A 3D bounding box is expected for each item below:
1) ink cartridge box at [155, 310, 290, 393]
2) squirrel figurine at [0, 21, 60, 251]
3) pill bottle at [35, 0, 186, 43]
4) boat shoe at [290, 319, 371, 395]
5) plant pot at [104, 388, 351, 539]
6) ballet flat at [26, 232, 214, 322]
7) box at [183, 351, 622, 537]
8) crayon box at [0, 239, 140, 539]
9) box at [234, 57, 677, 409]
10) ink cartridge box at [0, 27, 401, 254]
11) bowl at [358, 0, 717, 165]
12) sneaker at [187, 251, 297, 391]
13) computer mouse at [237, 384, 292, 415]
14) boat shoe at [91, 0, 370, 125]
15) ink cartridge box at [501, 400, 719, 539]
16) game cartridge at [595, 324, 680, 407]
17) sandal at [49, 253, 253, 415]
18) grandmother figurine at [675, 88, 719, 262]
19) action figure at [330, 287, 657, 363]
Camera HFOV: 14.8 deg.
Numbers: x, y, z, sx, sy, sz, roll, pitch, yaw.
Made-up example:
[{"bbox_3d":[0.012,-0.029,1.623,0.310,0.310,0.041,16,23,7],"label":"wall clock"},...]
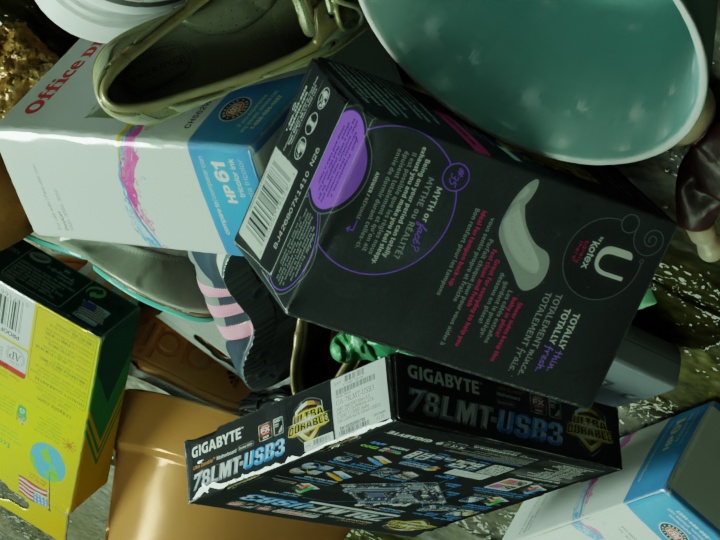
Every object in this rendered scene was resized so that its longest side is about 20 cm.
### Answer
[{"bbox_3d":[-0.052,0.014,1.874,0.109,0.050,0.200,37,150,-10],"label":"ink cartridge box"},{"bbox_3d":[-0.249,-0.110,1.791,0.199,0.142,0.187,-7,111,33],"label":"squirrel figurine"},{"bbox_3d":[-0.120,-0.214,1.545,0.116,0.116,0.200,33,149,-3],"label":"pill bottle"},{"bbox_3d":[0.000,0.000,1.715,0.074,0.066,0.201,26,119,37],"label":"boat shoe"},{"bbox_3d":[-0.100,0.182,2.000,0.199,0.141,0.200,18,170,3],"label":"plant pot"},{"bbox_3d":[-0.163,-0.026,1.866,0.200,0.064,0.067,25,-165,39],"label":"ballet flat"},{"bbox_3d":[0.027,0.115,1.742,0.200,0.050,0.198,14,155,-39],"label":"box"},{"bbox_3d":[-0.231,0.082,1.946,0.127,0.051,0.200,29,130,18],"label":"crayon box"},{"bbox_3d":[0.051,-0.020,1.528,0.199,0.123,0.106,19,-165,-26],"label":"box"},{"bbox_3d":[-0.095,-0.087,1.652,0.199,0.145,0.085,5,131,36],"label":"ink cartridge box"},{"bbox_3d":[0.105,-0.161,1.435,0.200,0.105,0.201,22,147,15],"label":"bowl"},{"bbox_3d":[-0.072,0.002,1.783,0.082,0.070,0.200,51,163,27],"label":"sneaker"},{"bbox_3d":[0.021,0.100,1.870,0.199,0.046,0.140,13,178,-6],"label":"computer mouse"},{"bbox_3d":[-0.056,-0.139,1.533,0.063,0.200,0.073,-129,14,-81],"label":"boat shoe"},{"bbox_3d":[0.210,0.181,1.848,0.144,0.085,0.200,41,147,-14],"label":"ink cartridge box"},{"bbox_3d":[0.099,0.057,1.771,0.133,0.042,0.200,19,159,-40],"label":"game cartridge"},{"bbox_3d":[-0.151,0.035,1.973,0.206,0.079,0.059,23,148,-3],"label":"sandal"},{"bbox_3d":[0.223,-0.048,1.546,0.200,0.061,0.121,40,121,-8],"label":"grandmother figurine"},{"bbox_3d":[0.066,0.007,1.657,0.200,0.055,0.118,-26,83,18],"label":"action figure"}]
